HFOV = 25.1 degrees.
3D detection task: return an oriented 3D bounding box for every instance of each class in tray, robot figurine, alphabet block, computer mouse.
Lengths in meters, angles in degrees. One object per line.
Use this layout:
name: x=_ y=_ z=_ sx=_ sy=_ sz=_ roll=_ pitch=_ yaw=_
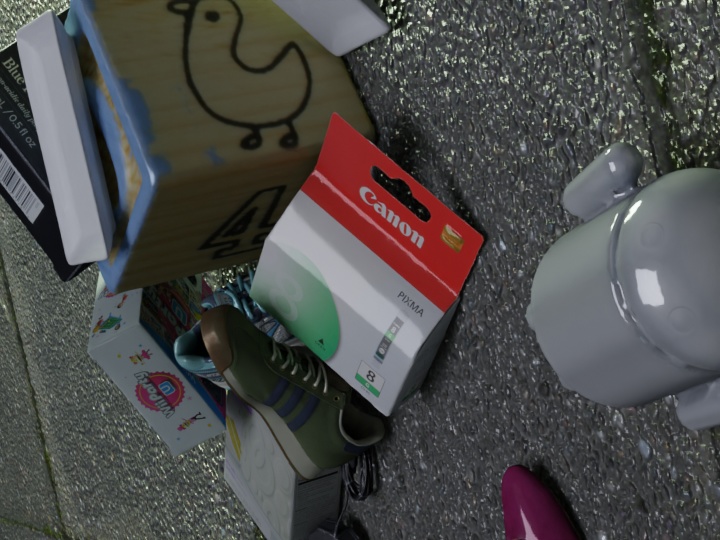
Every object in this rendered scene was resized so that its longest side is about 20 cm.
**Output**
tray: x=-0.066 y=-0.245 z=1.233 sx=0.200 sy=0.022 sz=0.107 roll=40 pitch=163 yaw=-16
robot figurine: x=0.172 y=0.011 z=0.919 sx=0.170 sy=0.113 sz=0.200 roll=58 pitch=152 yaw=1
alphabet block: x=-0.133 y=-0.121 z=1.356 sx=0.197 sy=0.199 sz=0.197 roll=66 pitch=152 yaw=18
tray: x=-0.237 y=-0.106 z=1.317 sx=0.107 sy=0.022 sz=0.202 roll=-4 pitch=99 yaw=64
computer mouse: x=-0.012 y=0.225 z=1.479 sx=0.059 sy=0.034 sz=0.201 roll=37 pitch=128 yaw=36

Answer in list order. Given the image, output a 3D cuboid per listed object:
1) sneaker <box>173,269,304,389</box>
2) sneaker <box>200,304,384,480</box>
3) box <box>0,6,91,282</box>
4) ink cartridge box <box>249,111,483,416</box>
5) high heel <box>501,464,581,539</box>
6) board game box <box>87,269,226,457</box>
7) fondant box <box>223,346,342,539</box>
sneaker: x=-0.087 y=0.036 z=1.407 sx=0.200 sy=0.086 sz=0.078 roll=-45 pitch=50 yaw=29
sneaker: x=-0.049 y=0.092 z=1.357 sx=0.201 sy=0.089 sz=0.067 roll=57 pitch=-160 yaw=-35
box: x=-0.248 y=-0.135 z=1.511 sx=0.197 sy=0.200 sz=0.117 roll=52 pitch=152 yaw=-2
ink cartridge box: x=0.000 y=0.000 z=1.266 sx=0.161 sy=0.050 sz=0.201 roll=40 pitch=143 yaw=17
high heel: x=0.118 y=0.244 z=1.154 sx=0.067 sy=0.095 sz=0.202 roll=-42 pitch=65 yaw=60
board game box: x=-0.190 y=0.057 z=1.552 sx=0.148 sy=0.064 sz=0.201 roll=55 pitch=-164 yaw=-30
fondant box: x=-0.073 y=0.155 z=1.527 sx=0.144 sy=0.058 sz=0.201 roll=46 pitch=140 yaw=45
